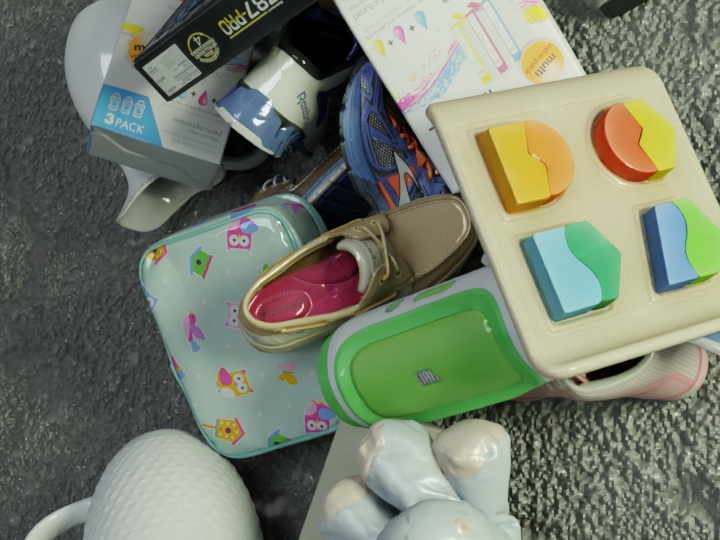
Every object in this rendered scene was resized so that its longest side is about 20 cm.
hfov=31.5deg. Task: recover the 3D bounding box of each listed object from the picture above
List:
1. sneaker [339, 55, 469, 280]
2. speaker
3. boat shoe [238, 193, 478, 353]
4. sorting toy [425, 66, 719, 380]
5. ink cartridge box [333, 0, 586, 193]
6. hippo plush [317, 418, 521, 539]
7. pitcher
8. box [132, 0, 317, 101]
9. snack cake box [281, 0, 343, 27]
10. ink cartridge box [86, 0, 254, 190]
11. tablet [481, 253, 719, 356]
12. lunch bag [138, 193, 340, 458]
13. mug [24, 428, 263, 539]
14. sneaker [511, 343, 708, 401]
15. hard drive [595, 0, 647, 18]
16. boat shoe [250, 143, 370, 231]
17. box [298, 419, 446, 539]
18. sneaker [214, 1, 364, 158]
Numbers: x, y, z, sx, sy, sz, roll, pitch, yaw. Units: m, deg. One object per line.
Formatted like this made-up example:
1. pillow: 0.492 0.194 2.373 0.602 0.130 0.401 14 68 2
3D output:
1. sneaker: 0.035 -0.076 1.015 0.078 0.075 0.202 -14 110 8
2. speaker: 0.063 0.052 0.881 0.199 0.088 0.089 -23 65 41
3. boat shoe: 0.000 0.000 0.947 0.199 0.069 0.074 -29 79 -4
4. sorting toy: 0.156 -0.042 0.818 0.201 0.184 0.037 67 153 19
5. ink cartridge box: 0.089 -0.156 0.956 0.128 0.125 0.201 -32 90 13
6. hippo plush: 0.045 0.209 0.842 0.158 0.161 0.201 -21 101 14
7. pitcher: -0.180 -0.162 1.196 0.170 0.121 0.201 -23 75 4
8. box: -0.072 -0.229 0.989 0.199 0.049 0.162 -27 27 37
9. snack cake box: 0.000 -0.280 1.090 0.199 0.115 0.068 -12 50 31
10. ink cartridge box: -0.156 -0.185 1.119 0.068 0.114 0.202 129 155 -67
11. tablet: 0.198 0.003 0.895 0.199 0.130 0.014 22 124 36
12. lunch bag: -0.076 0.047 1.041 0.159 0.077 0.201 -19 98 20
13. mug: -0.177 0.223 1.032 0.198 0.149 0.176 -10 35 -6
14. sneaker: 0.140 0.056 0.923 0.199 0.104 0.076 1 81 34
15. hard drive: 0.223 -0.318 1.011 0.139 0.033 0.202 -27 64 25
16. boat shoe: -0.061 -0.045 1.101 0.200 0.072 0.072 -48 56 13
17. box: 0.001 0.206 0.988 0.068 0.082 0.202 17 88 33
18. sneaker: -0.042 -0.158 1.052 0.080 0.199 0.115 42 102 -1
